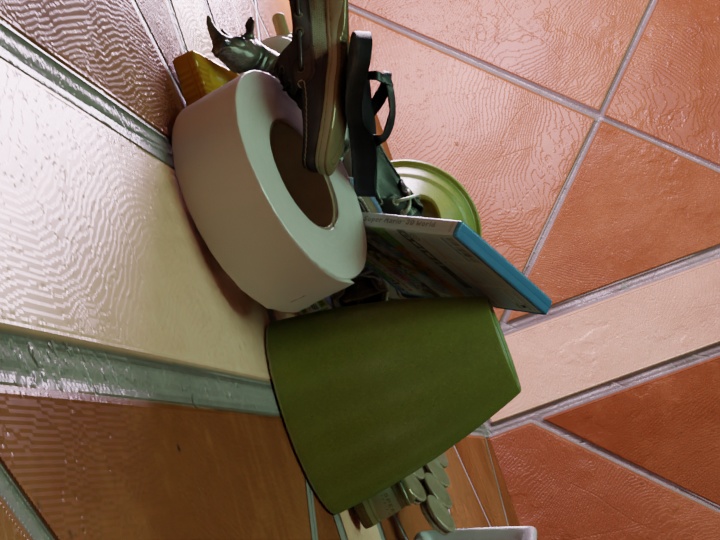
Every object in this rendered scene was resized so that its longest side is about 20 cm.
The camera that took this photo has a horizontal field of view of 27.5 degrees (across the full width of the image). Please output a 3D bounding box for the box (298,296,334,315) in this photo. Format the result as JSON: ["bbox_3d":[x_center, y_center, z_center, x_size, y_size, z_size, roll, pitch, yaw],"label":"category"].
[{"bbox_3d":[-0.079,-0.053,1.552,0.110,0.035,0.201,56,15,-64],"label":"box"}]

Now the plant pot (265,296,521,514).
[{"bbox_3d":[0.040,0.102,1.352,0.187,0.199,0.188,-20,90,-83],"label":"plant pot"}]

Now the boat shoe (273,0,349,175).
[{"bbox_3d":[-0.044,-0.177,1.289,0.072,0.064,0.201,76,15,-72],"label":"boat shoe"}]

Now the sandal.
[{"bbox_3d":[0.012,-0.142,1.310,0.200,0.043,0.076,84,8,-60],"label":"sandal"}]

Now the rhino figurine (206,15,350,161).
[{"bbox_3d":[-0.078,-0.170,1.408,0.200,0.060,0.088,44,35,-18],"label":"rhino figurine"}]

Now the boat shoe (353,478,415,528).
[{"bbox_3d":[0.013,0.177,1.502,0.201,0.062,0.073,-103,169,-49],"label":"boat shoe"}]

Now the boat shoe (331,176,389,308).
[{"bbox_3d":[0.000,0.000,1.491,0.073,0.072,0.201,-101,178,-54],"label":"boat shoe"}]

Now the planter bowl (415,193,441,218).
[{"bbox_3d":[-0.001,-0.012,1.664,0.083,0.201,0.201,31,-13,28],"label":"planter bowl"}]

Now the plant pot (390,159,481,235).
[{"bbox_3d":[0.049,-0.025,1.824,0.184,0.199,0.201,-65,134,-76],"label":"plant pot"}]

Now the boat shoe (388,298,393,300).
[{"bbox_3d":[0.038,0.037,1.614,0.073,0.201,0.063,40,-5,25],"label":"boat shoe"}]

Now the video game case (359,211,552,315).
[{"bbox_3d":[0.064,-0.010,1.364,0.199,0.018,0.143,8,-24,50],"label":"video game case"}]

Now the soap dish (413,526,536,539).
[{"bbox_3d":[0.125,0.335,1.603,0.200,0.156,0.082,2,85,-83],"label":"soap dish"}]

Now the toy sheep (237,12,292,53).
[{"bbox_3d":[-0.078,-0.203,1.625,0.200,0.137,0.139,34,33,-53],"label":"toy sheep"}]

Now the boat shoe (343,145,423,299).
[{"bbox_3d":[0.037,-0.062,1.535,0.071,0.063,0.201,-45,122,-43],"label":"boat shoe"}]

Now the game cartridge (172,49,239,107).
[{"bbox_3d":[-0.099,-0.099,1.402,0.176,0.032,0.201,16,54,-68],"label":"game cartridge"}]

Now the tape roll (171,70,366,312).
[{"bbox_3d":[-0.076,-0.068,1.273,0.203,0.071,0.203,50,24,-33],"label":"tape roll"}]

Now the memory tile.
[{"bbox_3d":[0.052,0.213,1.706,0.153,0.017,0.200,47,15,-15],"label":"memory tile"}]
